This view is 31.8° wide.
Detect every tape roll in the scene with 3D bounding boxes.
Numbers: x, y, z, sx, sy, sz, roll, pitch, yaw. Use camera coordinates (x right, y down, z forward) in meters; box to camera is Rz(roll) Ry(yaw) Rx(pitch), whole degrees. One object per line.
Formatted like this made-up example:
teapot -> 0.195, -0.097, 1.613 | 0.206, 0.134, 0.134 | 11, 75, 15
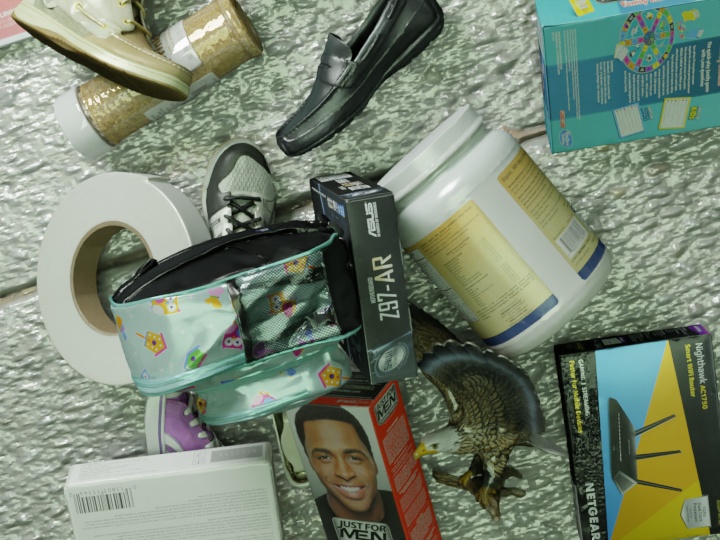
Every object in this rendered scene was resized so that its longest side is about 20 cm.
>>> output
tape roll -> -0.224, 0.007, 1.203 | 0.201, 0.037, 0.205 | 0, 90, 31

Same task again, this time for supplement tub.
supplement tub -> 0.118, -0.037, 1.161 | 0.144, 0.144, 0.200 | -40, 96, 10

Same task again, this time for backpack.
backpack -> -0.105, 0.044, 1.064 | 0.198, 0.176, 0.155 | -10, 100, -8

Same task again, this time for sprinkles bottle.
sprinkles bottle -> -0.190, -0.182, 1.192 | 0.199, 0.068, 0.069 | -30, 98, 9

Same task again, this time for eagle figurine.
eagle figurine -> 0.104, 0.128, 1.185 | 0.150, 0.151, 0.202 | -2, 107, 25

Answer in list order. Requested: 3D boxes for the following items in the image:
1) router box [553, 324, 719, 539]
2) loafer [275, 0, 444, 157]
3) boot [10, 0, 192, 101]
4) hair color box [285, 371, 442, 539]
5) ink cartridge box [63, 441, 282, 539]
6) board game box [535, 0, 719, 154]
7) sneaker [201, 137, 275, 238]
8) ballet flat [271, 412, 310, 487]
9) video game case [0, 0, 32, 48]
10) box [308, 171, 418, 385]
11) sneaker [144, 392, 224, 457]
router box -> 0.275, 0.163, 1.236 | 0.148, 0.051, 0.202 | -9, 100, 4
loafer -> -0.011, -0.190, 1.173 | 0.201, 0.068, 0.070 | -45, 113, 4
boot -> -0.205, -0.250, 1.141 | 0.199, 0.072, 0.156 | 28, 84, 24
hair color box -> 0.004, 0.197, 1.218 | 0.101, 0.061, 0.202 | -1, 117, 33
ink cartridge box -> -0.174, 0.265, 1.238 | 0.198, 0.045, 0.178 | -6, 111, 0
board game box -> 0.261, -0.189, 1.131 | 0.198, 0.047, 0.152 | -9, 138, 5
sneaker -> -0.110, -0.022, 1.200 | 0.075, 0.088, 0.202 | -1, 105, -20
ballet flat -> -0.066, 0.121, 1.245 | 0.069, 0.069, 0.202 | -9, 100, 6
video game case -> -0.373, -0.311, 1.204 | 0.142, 0.017, 0.202 | -15, 100, 7
box -> 0.000, 0.000, 1.147 | 0.043, 0.200, 0.162 | -10, 102, -9
sneaker -> -0.154, 0.174, 1.265 | 0.113, 0.073, 0.202 | -2, 112, 1
